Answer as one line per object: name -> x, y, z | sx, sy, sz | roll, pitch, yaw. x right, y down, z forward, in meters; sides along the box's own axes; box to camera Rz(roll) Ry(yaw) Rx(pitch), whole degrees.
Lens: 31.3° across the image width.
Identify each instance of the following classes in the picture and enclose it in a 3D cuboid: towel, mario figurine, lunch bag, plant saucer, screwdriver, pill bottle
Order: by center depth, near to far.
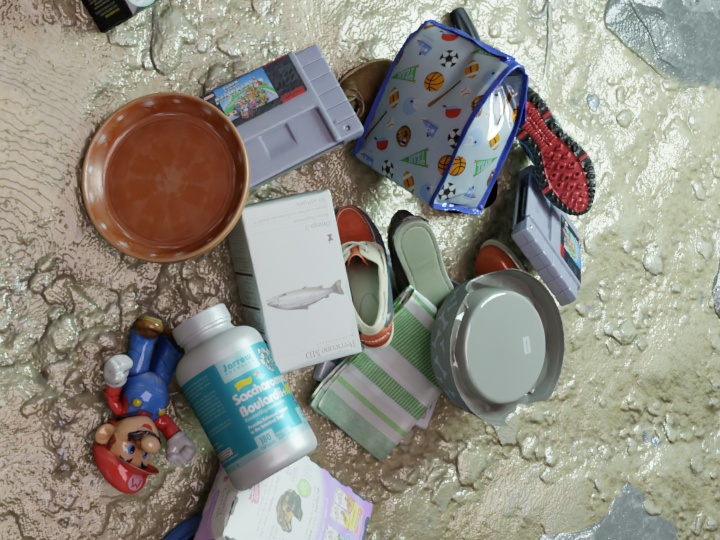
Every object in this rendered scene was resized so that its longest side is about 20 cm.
pill bottle -> -0.141, 0.142, 1.478 | 0.110, 0.111, 0.201 | -27, 84, -26
mario figurine -> -0.243, 0.160, 1.493 | 0.122, 0.106, 0.202 | 14, 76, -3
plant saucer -> -0.226, -0.107, 1.502 | 0.198, 0.032, 0.203 | -1, 82, 6
lunch bag -> 0.110, -0.196, 1.614 | 0.123, 0.170, 0.202 | 3, 114, -48
towel -> 0.046, 0.135, 1.655 | 0.200, 0.023, 0.152 | -48, 120, 2
screwdriver -> 0.166, -0.264, 1.743 | 0.028, 0.029, 0.202 | -12, 81, -51

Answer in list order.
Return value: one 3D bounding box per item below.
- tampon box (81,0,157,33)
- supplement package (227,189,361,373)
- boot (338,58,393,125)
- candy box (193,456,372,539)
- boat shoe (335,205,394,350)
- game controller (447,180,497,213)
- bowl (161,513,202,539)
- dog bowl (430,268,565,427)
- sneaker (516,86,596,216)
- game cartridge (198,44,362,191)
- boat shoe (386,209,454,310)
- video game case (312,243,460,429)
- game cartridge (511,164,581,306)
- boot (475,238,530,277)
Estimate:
tampon box -> -0.274, -0.403, 1.472 | 0.150, 0.126, 0.201 | -38, 107, -23
supplement package -> -0.085, 0.012, 1.569 | 0.116, 0.117, 0.202 | -14, 96, -17
boot -> -0.010, -0.208, 1.646 | 0.200, 0.075, 0.074 | -41, 106, -24
candy box -> -0.092, 0.312, 1.558 | 0.200, 0.071, 0.169 | 40, 42, -23
boat shoe -> 0.000, 0.000, 1.611 | 0.070, 0.063, 0.202 | -15, 63, 6
game controller -> 0.135, -0.181, 1.743 | 0.103, 0.042, 0.202 | -11, 95, -28
bowl -> -0.173, 0.398, 1.570 | 0.199, 0.039, 0.203 | 1, 89, -28
dog bowl -> 0.173, 0.098, 1.652 | 0.199, 0.058, 0.202 | -1, 91, -37
sneaker -> 0.266, -0.168, 1.768 | 0.079, 0.095, 0.201 | -30, 85, 15
game cartridge -> -0.113, -0.179, 1.553 | 0.199, 0.038, 0.130 | -28, 84, -9
boat shoe -> 0.081, 0.015, 1.668 | 0.071, 0.061, 0.203 | -18, 118, -9
video game case -> 0.048, 0.084, 1.703 | 0.181, 0.023, 0.202 | 27, 77, -26
game cartridge -> 0.255, -0.050, 1.742 | 0.130, 0.038, 0.200 | 48, 26, -17
boot -> 0.183, 0.062, 1.730 | 0.107, 0.075, 0.202 | -22, 103, -46
